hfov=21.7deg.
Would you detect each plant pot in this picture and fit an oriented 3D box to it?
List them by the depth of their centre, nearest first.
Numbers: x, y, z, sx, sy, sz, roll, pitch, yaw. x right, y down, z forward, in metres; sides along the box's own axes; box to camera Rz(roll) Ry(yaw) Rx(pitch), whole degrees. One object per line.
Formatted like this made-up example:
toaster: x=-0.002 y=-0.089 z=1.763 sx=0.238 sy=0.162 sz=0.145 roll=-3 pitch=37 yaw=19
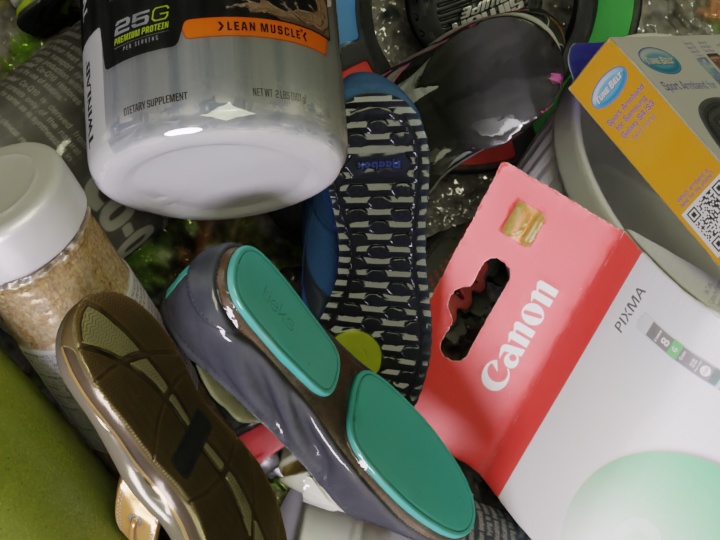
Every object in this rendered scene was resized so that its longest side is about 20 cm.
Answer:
plant pot: x=-0.171 y=0.155 z=0.909 sx=0.200 sy=0.187 sz=0.188 roll=40 pitch=72 yaw=-19

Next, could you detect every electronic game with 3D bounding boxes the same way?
electronic game: x=0.064 y=-0.152 z=1.049 sx=0.198 sy=0.042 sz=0.202 roll=-5 pitch=108 yaw=-14

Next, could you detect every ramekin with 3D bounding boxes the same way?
ramekin: x=0.170 y=-0.019 z=1.023 sx=0.199 sy=0.105 sz=0.201 roll=18 pitch=50 yaw=-23

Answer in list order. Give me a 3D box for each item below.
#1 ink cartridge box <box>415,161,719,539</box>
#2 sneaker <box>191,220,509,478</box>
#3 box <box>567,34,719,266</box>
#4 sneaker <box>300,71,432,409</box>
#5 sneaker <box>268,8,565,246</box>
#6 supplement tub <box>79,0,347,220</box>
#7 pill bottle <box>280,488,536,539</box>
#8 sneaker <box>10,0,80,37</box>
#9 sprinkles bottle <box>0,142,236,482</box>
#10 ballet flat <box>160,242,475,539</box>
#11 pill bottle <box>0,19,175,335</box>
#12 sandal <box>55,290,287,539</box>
ink cartridge box: x=0.117 y=0.065 z=0.923 sx=0.199 sy=0.050 sz=0.162 roll=30 pitch=115 yaw=4
sneaker: x=-0.008 y=0.023 z=1.017 sx=0.200 sy=0.071 sz=0.098 roll=-37 pitch=93 yaw=-16
box: x=0.189 y=-0.051 z=0.930 sx=0.119 sy=0.042 sz=0.201 roll=-10 pitch=59 yaw=-52
sneaker: x=0.000 y=0.000 z=0.958 sx=0.065 sy=0.078 sz=0.202 roll=2 pitch=103 yaw=-9
sneaker: x=0.032 y=-0.078 z=1.012 sx=0.199 sy=0.086 sz=0.081 roll=-23 pitch=100 yaw=26
supplement tub: x=-0.072 y=-0.135 z=0.888 sx=0.121 sy=0.123 sz=0.202 roll=-1 pitch=72 yaw=-15
pill bottle: x=0.049 y=0.179 z=0.979 sx=0.199 sy=0.120 sz=0.120 roll=20 pitch=75 yaw=-11
sneaker: x=-0.125 y=-0.217 z=1.008 sx=0.200 sy=0.074 sz=0.081 roll=-38 pitch=82 yaw=5
sprinkles bottle: x=-0.128 y=0.032 z=0.907 sx=0.068 sy=0.068 sz=0.201 roll=-43 pitch=131 yaw=-18
ballet flat: x=-0.025 y=0.067 z=0.907 sx=0.073 sy=0.073 sz=0.200 roll=-50 pitch=116 yaw=-17
pill bottle: x=-0.135 y=-0.068 z=0.979 sx=0.200 sy=0.113 sz=0.113 roll=-41 pitch=92 yaw=-17
sandal: x=-0.091 y=0.101 z=0.875 sx=0.201 sy=0.054 sz=0.080 roll=60 pitch=30 yaw=-20
